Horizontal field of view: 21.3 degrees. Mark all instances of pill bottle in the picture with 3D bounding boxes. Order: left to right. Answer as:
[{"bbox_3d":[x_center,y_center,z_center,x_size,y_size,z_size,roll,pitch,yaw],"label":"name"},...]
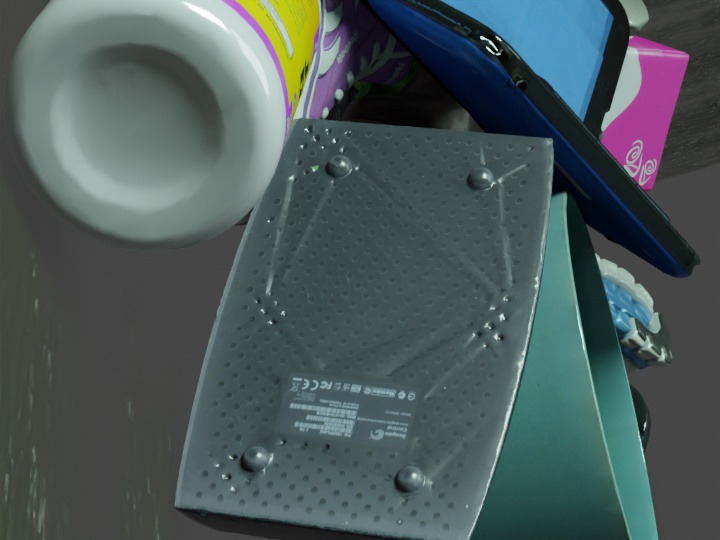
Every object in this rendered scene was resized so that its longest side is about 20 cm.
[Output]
[{"bbox_3d":[-0.071,-0.091,0.769,0.200,0.104,0.105,-78,149,-65],"label":"pill bottle"}]

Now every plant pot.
[{"bbox_3d":[0.045,0.077,0.923,0.201,0.160,0.202,-13,90,-79],"label":"plant pot"}]

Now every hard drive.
[{"bbox_3d":[0.007,0.028,0.810,0.042,0.134,0.201,74,26,-54],"label":"hard drive"}]

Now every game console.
[{"bbox_3d":[0.101,-0.116,0.951,0.200,0.118,0.171,41,-2,-39],"label":"game console"}]

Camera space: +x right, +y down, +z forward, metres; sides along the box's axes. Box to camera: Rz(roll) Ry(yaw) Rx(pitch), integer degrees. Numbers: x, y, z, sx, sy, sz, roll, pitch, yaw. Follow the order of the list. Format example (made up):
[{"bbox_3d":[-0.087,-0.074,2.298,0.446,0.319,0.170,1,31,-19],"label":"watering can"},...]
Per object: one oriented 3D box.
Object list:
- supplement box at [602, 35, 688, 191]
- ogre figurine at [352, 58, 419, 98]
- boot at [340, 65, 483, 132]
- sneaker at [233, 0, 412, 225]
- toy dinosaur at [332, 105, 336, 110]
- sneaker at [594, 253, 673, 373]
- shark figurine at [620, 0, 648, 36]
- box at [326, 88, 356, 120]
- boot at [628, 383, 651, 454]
[{"bbox_3d":[0.109,-0.131,1.320,0.101,0.200,0.104,-3,111,-47],"label":"supplement box"},{"bbox_3d":[0.017,-0.136,1.213,0.120,0.098,0.201,38,-29,39],"label":"ogre figurine"},{"bbox_3d":[0.056,-0.142,1.118,0.199,0.072,0.167,-2,91,-49],"label":"boot"},{"bbox_3d":[-0.016,-0.098,0.939,0.114,0.072,0.201,35,59,-41],"label":"sneaker"},{"bbox_3d":[-0.048,-0.081,1.008,0.200,0.058,0.101,55,33,-29],"label":"toy dinosaur"},{"bbox_3d":[0.098,0.014,1.110,0.200,0.086,0.075,43,27,-35],"label":"sneaker"},{"bbox_3d":[0.110,-0.214,1.264,0.128,0.214,0.090,-14,124,-64],"label":"shark figurine"},{"bbox_3d":[0.000,0.000,1.120,0.201,0.040,0.137,-91,160,-51],"label":"box"},{"bbox_3d":[0.122,0.173,1.179,0.201,0.076,0.168,-58,152,-9],"label":"boot"}]
